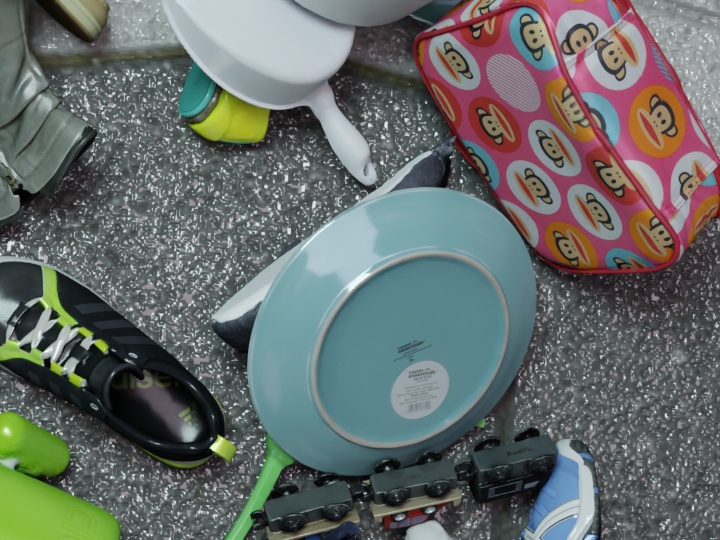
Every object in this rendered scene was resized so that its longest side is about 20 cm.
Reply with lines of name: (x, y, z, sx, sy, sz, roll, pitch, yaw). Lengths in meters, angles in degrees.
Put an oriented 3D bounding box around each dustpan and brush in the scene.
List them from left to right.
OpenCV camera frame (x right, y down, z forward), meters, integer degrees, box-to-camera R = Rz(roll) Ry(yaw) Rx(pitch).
dustpan and brush: (-0.037, -0.134, 0.927, 0.200, 0.057, 0.140, 51, 55, -19)

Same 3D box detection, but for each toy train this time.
toy train: (0.029, 0.141, 0.939, 0.200, 0.046, 0.034, -11, 48, -11)

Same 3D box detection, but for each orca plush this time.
orca plush: (0.000, 0.000, 0.949, 0.200, 0.105, 0.071, -43, 104, -35)

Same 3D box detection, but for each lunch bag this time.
lunch bag: (0.123, -0.090, 0.942, 0.082, 0.176, 0.200, -41, 108, -27)

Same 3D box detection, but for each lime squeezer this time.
lime squeezer: (-0.014, 0.114, 0.954, 0.200, 0.038, 0.071, -26, 90, -15)

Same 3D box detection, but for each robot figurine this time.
robot figurine: (-0.219, 0.172, 0.861, 0.200, 0.116, 0.176, 25, 78, -9)

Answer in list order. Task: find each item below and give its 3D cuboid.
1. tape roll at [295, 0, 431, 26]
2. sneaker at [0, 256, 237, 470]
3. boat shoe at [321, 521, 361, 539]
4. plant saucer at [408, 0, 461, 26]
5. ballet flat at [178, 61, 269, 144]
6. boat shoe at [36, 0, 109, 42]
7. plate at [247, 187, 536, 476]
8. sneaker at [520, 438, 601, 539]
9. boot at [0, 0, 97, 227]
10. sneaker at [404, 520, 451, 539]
tape roll: (-0.001, -0.255, 0.901, 0.202, 0.071, 0.203, 15, 66, -37)
sneaker: (-0.158, 0.052, 0.905, 0.200, 0.083, 0.072, 32, 77, -7)
boat shoe: (-0.045, 0.242, 0.906, 0.075, 0.093, 0.200, 40, 116, 10)
plant saucer: (0.070, -0.255, 1.017, 0.200, 0.036, 0.200, 1, 83, -12)
ballet flat: (-0.061, -0.176, 0.971, 0.067, 0.067, 0.200, 21, 82, -31)
boat shoe: (-0.213, -0.236, 0.932, 0.063, 0.073, 0.200, -36, 91, -11)
plate: (0.027, 0.045, 0.911, 0.200, 0.026, 0.200, -12, 119, -23)
sneaker: (0.114, 0.202, 0.953, 0.077, 0.076, 0.200, 6, 67, 15)
boot: (-0.202, -0.122, 0.885, 0.131, 0.200, 0.068, 44, 33, -4)
sneaker: (0.013, 0.253, 0.927, 0.099, 0.078, 0.200, 7, 74, 4)
